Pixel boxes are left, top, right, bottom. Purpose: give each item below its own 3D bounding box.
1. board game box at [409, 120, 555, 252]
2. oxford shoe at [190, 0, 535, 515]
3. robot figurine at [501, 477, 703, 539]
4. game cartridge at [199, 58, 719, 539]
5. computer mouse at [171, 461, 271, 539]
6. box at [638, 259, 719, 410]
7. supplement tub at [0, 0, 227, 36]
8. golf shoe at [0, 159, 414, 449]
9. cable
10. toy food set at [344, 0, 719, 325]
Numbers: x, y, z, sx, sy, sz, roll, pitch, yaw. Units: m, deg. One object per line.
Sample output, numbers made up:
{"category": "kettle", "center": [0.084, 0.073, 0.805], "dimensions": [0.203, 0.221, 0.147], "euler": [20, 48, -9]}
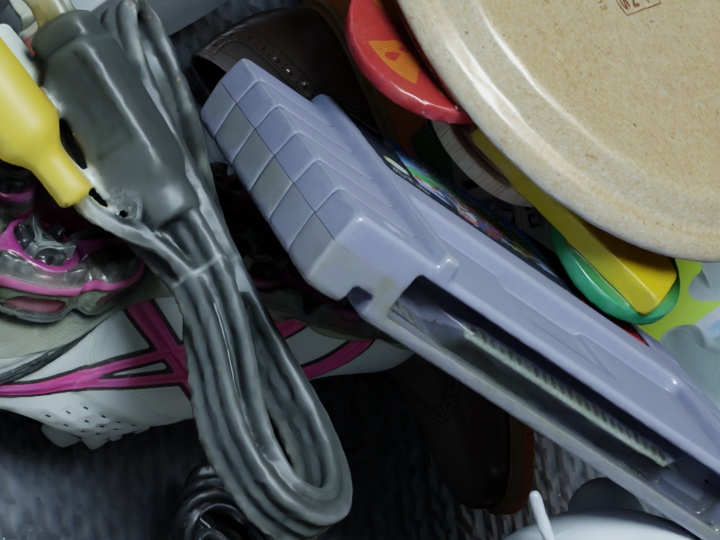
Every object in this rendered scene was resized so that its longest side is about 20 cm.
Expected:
{"category": "board game box", "center": [0.055, -0.103, 1.048], "dimensions": [0.201, 0.134, 0.029], "euler": [67, 12, 12]}
{"category": "oxford shoe", "center": [0.000, 0.000, 0.996], "dimensions": [0.073, 0.071, 0.201], "euler": [-18, 75, -24]}
{"category": "robot figurine", "center": [0.091, 0.151, 0.911], "dimensions": [0.200, 0.113, 0.170], "euler": [51, 26, -45]}
{"category": "game cartridge", "center": [0.045, 0.012, 0.886], "dimensions": [0.200, 0.038, 0.130], "euler": [33, 16, -30]}
{"category": "computer mouse", "center": [-0.046, 0.164, 0.860], "dimensions": [0.139, 0.053, 0.200], "euler": [49, 34, -13]}
{"category": "box", "center": [0.167, 0.037, 1.071], "dimensions": [0.200, 0.122, 0.048], "euler": [52, 9, -4]}
{"category": "supplement tub", "center": [-0.109, -0.178, 0.936], "dimensions": [0.144, 0.145, 0.200], "euler": [-27, 85, -47]}
{"category": "golf shoe", "center": [-0.068, 0.014, 0.904], "dimensions": [0.199, 0.092, 0.073], "euler": [7, 38, -36]}
{"category": "cable", "center": [-0.062, -0.008, 0.837], "dimensions": [0.201, 0.050, 0.097], "euler": [62, 22, 4]}
{"category": "toy food set", "center": [0.072, -0.084, 0.943], "dimensions": [0.200, 0.049, 0.198], "euler": [47, 38, -5]}
